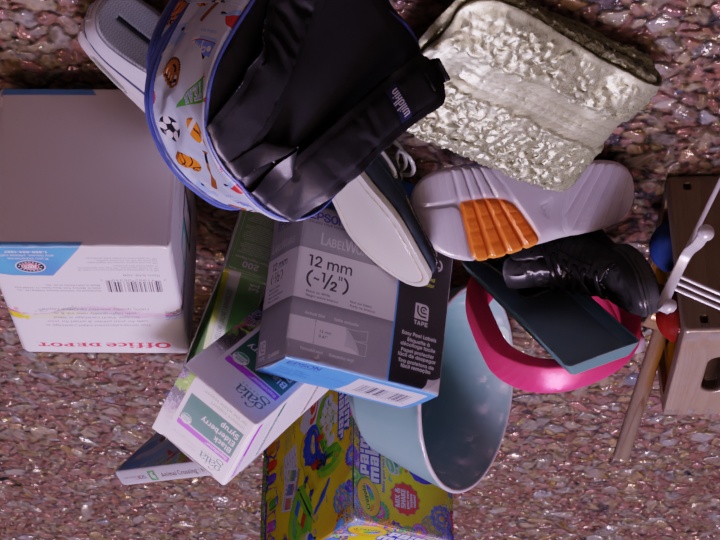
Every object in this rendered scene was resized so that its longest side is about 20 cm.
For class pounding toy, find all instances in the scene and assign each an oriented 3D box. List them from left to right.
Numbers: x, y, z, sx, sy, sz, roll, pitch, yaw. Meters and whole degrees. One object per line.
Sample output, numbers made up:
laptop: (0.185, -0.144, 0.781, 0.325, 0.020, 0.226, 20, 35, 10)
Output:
pounding toy: (0.299, 0.047, 1.493, 0.142, 0.185, 0.200, -1, 148, 1)

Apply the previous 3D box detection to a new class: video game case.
video game case: (-0.117, 0.135, 1.613, 0.182, 0.200, 0.022, -13, 112, 45)

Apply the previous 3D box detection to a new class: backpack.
backpack: (-0.064, -0.136, 1.180, 0.154, 0.191, 0.200, 2, 144, 45)

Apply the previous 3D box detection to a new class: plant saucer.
plant saucer: (0.162, 0.031, 1.459, 0.070, 0.200, 0.019, -18, 124, -16)

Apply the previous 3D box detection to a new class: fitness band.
fitness band: (0.170, 0.043, 1.489, 0.143, 0.200, 0.038, -11, 121, -5)

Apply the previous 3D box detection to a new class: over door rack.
over door rack: (0.342, -0.032, 1.334, 0.147, 0.201, 0.067, 22, -175, -4)

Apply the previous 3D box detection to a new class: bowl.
bowl: (0.061, 0.109, 1.614, 0.105, 0.201, 0.201, 4, 154, 31)

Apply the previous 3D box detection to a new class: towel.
towel: (0.123, -0.138, 1.300, 0.200, 0.037, 0.148, 20, 126, -29)

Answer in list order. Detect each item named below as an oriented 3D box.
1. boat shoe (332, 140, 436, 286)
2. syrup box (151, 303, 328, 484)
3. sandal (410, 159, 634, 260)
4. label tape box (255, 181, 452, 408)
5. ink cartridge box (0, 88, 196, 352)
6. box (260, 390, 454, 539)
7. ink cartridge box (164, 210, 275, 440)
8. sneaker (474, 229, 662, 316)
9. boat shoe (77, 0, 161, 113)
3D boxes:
boat shoe: (0.003, -0.076, 1.336, 0.200, 0.062, 0.075, 50, 147, -12)
syrup box: (-0.082, 0.089, 1.424, 0.079, 0.200, 0.082, 37, 124, 10)
sandal: (0.132, -0.055, 1.418, 0.206, 0.079, 0.059, -6, -171, -21)
label tape box: (0.000, 0.000, 1.394, 0.143, 0.201, 0.066, 16, 161, -24)
ink cartridge box: (-0.216, -0.036, 1.381, 0.146, 0.146, 0.200, 0, 153, -1)
box: (-0.006, 0.210, 1.738, 0.122, 0.201, 0.193, 17, 145, -26)
ink cartridge box: (-0.113, 0.039, 1.464, 0.048, 0.200, 0.146, 17, 147, -3)
sneaker: (0.170, -0.002, 1.443, 0.104, 0.200, 0.060, -21, 124, -11)
boat shoe: (-0.130, -0.137, 1.284, 0.200, 0.074, 0.067, 44, 159, -15)
